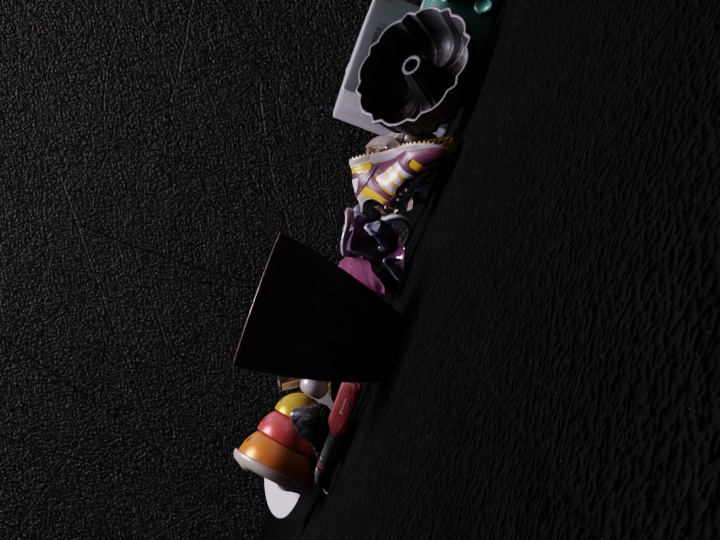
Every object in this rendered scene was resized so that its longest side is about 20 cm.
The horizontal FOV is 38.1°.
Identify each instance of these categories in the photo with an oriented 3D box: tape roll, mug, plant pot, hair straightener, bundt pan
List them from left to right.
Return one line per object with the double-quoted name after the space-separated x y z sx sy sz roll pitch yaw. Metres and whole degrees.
-0.117 0.336 1.840 0.202 0.037 0.206 -38 46 53 "tape roll"
-0.048 0.072 1.403 0.187 0.197 0.190 -161 90 -87 "plant pot"
-0.024 0.243 1.568 0.077 0.040 0.203 -25 -48 -65 "hair straightener"
0.094 -0.287 1.556 0.076 0.200 0.205 36 -112 -47 "bundt pan"
0.150 -0.403 1.663 0.153 0.113 0.187 -74 5 -56 "mug"

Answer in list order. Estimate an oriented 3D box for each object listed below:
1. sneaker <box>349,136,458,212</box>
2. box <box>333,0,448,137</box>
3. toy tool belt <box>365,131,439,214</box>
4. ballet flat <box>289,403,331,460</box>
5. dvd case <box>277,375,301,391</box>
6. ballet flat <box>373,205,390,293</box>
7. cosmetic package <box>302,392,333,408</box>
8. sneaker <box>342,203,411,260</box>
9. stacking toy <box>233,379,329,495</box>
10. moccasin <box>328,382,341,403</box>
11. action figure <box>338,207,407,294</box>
0.069 -0.138 1.521 0.198 0.074 0.092 -8 94 47 "sneaker"
0.077 -0.343 1.824 0.131 0.197 0.202 129 160 -75 "box"
0.054 -0.150 1.670 0.125 0.123 0.200 -70 14 -16 "toy tool belt"
-0.065 0.253 1.627 0.201 0.056 0.067 76 -155 -59 "ballet flat"
-0.071 0.127 1.698 0.201 0.144 0.022 88 168 -54 "dvd case"
0.042 -0.046 1.939 0.071 0.068 0.202 -38 31 48 "ballet flat"
-0.089 0.285 2.020 0.200 0.070 0.107 118 171 -71 "cosmetic package"
0.028 -0.077 1.835 0.202 0.076 0.148 -45 27 45 "sneaker"
-0.106 0.253 1.710 0.202 0.145 0.146 -63 2 -10 "stacking toy"
-0.019 0.141 1.640 0.203 0.073 0.078 112 174 -47 "moccasin"
0.000 0.000 1.649 0.200 0.147 0.136 151 134 -65 "action figure"
